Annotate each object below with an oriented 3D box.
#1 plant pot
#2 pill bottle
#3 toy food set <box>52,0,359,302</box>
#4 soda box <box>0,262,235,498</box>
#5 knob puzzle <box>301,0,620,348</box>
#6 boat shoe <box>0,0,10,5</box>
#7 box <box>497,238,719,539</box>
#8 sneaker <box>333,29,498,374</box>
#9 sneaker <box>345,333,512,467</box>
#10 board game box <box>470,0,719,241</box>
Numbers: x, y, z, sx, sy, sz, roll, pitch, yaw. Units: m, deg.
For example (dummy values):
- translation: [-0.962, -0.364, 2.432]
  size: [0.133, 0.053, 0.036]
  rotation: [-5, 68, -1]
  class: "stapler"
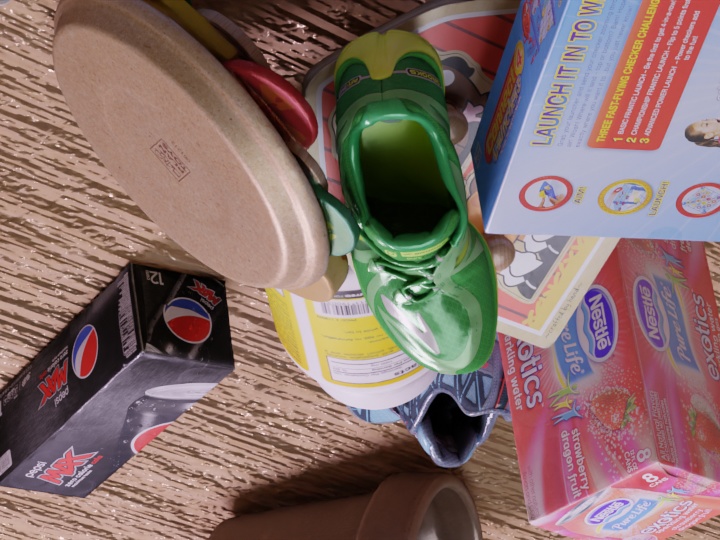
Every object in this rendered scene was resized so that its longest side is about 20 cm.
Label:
- translation: [-0.020, 0.239, 1.968]
  size: [0.174, 0.201, 0.200]
  rotation: [2, 155, 18]
  class: "plant pot"
- translation: [0.000, 0.000, 1.585]
  size: [0.112, 0.113, 0.200]
  rotation: [-8, 152, 1]
  class: "pill bottle"
- translation: [-0.079, -0.069, 1.398]
  size: [0.049, 0.200, 0.198]
  rotation: [-42, 168, -21]
  class: "toy food set"
- translation: [-0.157, 0.072, 1.731]
  size: [0.071, 0.063, 0.200]
  rotation: [11, 147, -31]
  class: "soda box"
- translation: [0.060, -0.058, 1.435]
  size: [0.219, 0.030, 0.220]
  rotation: [-5, 121, -8]
  class: "knob puzzle"
- translation: [-0.199, -0.154, 1.281]
  size: [0.202, 0.086, 0.075]
  rotation: [-23, 148, 26]
  class: "boat shoe"
- translation: [0.150, 0.052, 1.625]
  size: [0.103, 0.200, 0.095]
  rotation: [-29, 146, 35]
  class: "box"
- translation: [0.022, -0.022, 1.390]
  size: [0.074, 0.084, 0.200]
  rotation: [-9, 125, 10]
  class: "sneaker"
- translation: [0.039, 0.079, 1.739]
  size: [0.079, 0.096, 0.200]
  rotation: [7, 161, -22]
  class: "sneaker"
- translation: [0.172, -0.097, 1.346]
  size: [0.195, 0.056, 0.200]
  rotation: [2, 141, -13]
  class: "board game box"
